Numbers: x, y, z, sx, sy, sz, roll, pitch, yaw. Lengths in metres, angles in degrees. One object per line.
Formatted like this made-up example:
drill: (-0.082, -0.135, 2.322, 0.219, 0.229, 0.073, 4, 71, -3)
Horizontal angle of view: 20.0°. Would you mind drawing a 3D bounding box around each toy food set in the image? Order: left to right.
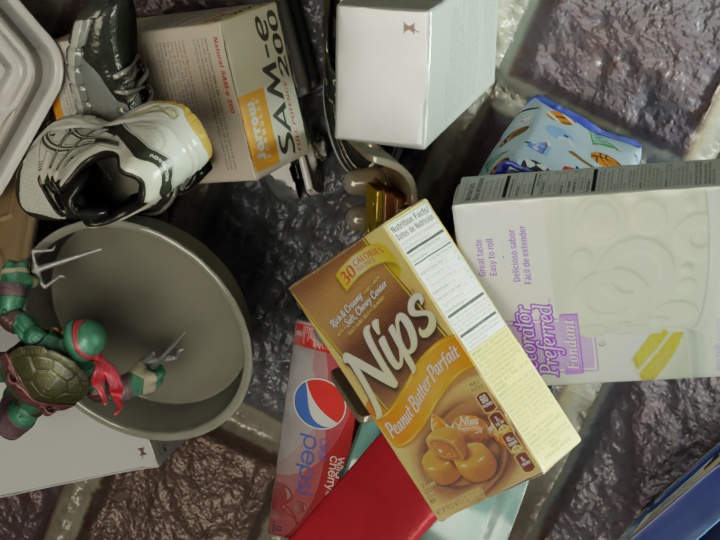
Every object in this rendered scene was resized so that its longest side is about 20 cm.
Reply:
toy food set: (0.000, 0.000, 1.539, 0.060, 0.144, 0.200, -1, 101, -9)

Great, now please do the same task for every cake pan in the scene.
cake pan: (-0.171, 0.041, 1.590, 0.200, 0.037, 0.200, 10, 123, 17)

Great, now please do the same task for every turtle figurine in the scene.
turtle figurine: (-0.236, 0.062, 1.552, 0.200, 0.101, 0.150, -28, 106, 39)

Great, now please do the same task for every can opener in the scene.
can opener: (-0.070, -0.152, 1.620, 0.067, 0.053, 0.200, -11, 104, 16)

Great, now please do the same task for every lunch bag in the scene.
lunch bag: (0.116, -0.010, 1.544, 0.124, 0.170, 0.200, 27, 117, 3)

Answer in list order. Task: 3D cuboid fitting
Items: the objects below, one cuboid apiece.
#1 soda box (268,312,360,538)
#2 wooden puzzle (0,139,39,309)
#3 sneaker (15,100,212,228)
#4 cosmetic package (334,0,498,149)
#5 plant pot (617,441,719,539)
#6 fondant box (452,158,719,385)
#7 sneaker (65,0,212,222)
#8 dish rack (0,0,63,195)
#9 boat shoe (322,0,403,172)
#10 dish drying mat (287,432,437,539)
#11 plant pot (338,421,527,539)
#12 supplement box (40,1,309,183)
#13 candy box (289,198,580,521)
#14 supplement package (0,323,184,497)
soda box: (-0.027, 0.126, 1.693, 0.063, 0.070, 0.200, 14, 112, 13)
wooden puzzle: (-0.340, -0.013, 1.710, 0.200, 0.185, 0.046, -17, 139, 25)
sneaker: (-0.202, -0.069, 1.495, 0.200, 0.088, 0.076, -17, 114, 44)
cosmetic package: (0.044, -0.165, 1.497, 0.071, 0.200, 0.102, 7, 110, 16)
plant pot: (0.302, 0.230, 1.558, 0.180, 0.200, 0.200, 47, 116, 6)
fondant box: (0.172, 0.003, 1.416, 0.200, 0.058, 0.144, -3, 114, 13)
sneaker: (-0.159, -0.117, 1.541, 0.115, 0.075, 0.200, 26, 134, 20)
dish rack: (-0.339, -0.170, 1.668, 0.200, 0.044, 0.172, 48, 122, 20)
boat shoe: (-0.003, -0.163, 1.593, 0.069, 0.057, 0.200, 4, 109, 17)
dish drying mat: (0.022, 0.169, 1.513, 0.077, 0.018, 0.200, 47, 111, 20)
plant pot: (0.052, 0.165, 1.598, 0.134, 0.200, 0.201, 19, 114, 0)
supplement box: (-0.149, -0.136, 1.613, 0.200, 0.074, 0.126, 0, 109, 37)
candy box: (0.050, 0.064, 1.415, 0.115, 0.055, 0.200, -33, 90, 45)
supplement package: (-0.261, 0.094, 1.738, 0.200, 0.111, 0.156, -13, 104, 21)
